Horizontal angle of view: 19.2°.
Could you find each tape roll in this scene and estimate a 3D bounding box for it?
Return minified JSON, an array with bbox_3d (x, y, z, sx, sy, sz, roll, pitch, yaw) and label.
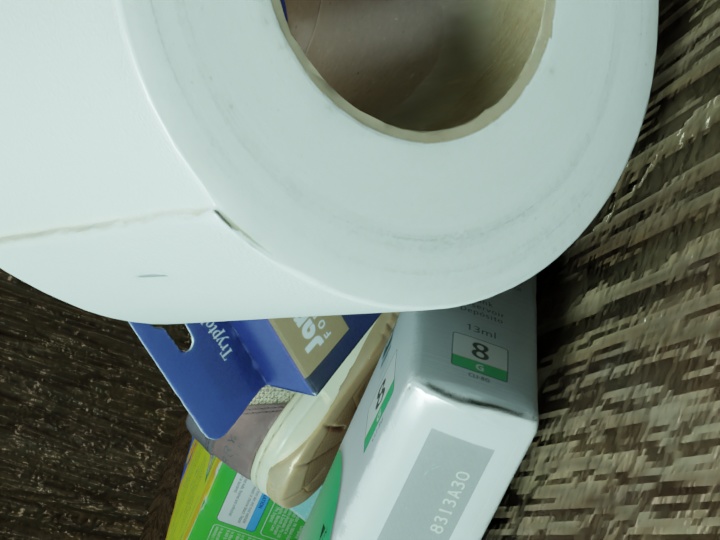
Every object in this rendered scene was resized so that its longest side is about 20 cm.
[{"bbox_3d":[-0.026,-0.085,0.651,0.139,0.202,0.203,-5,62,52],"label":"tape roll"}]

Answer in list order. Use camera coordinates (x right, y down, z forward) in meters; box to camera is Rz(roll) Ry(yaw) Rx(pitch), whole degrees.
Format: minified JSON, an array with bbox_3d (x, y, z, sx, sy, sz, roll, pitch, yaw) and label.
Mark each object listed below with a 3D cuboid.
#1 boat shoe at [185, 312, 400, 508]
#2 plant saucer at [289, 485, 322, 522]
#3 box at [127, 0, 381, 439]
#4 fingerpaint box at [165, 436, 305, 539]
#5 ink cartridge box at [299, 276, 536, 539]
[{"bbox_3d":[0.000,0.000,0.870,0.200,0.065,0.072,-58,-12,-16],"label":"boat shoe"},{"bbox_3d":[-0.003,0.041,0.955,0.019,0.070,0.200,-36,25,32],"label":"plant saucer"},{"bbox_3d":[-0.013,-0.043,0.782,0.032,0.121,0.200,11,52,43],"label":"box"},{"bbox_3d":[-0.039,0.084,1.082,0.167,0.073,0.200,-80,12,-52],"label":"fingerpaint box"},{"bbox_3d":[0.014,0.054,0.765,0.200,0.050,0.161,-86,16,-59],"label":"ink cartridge box"}]
